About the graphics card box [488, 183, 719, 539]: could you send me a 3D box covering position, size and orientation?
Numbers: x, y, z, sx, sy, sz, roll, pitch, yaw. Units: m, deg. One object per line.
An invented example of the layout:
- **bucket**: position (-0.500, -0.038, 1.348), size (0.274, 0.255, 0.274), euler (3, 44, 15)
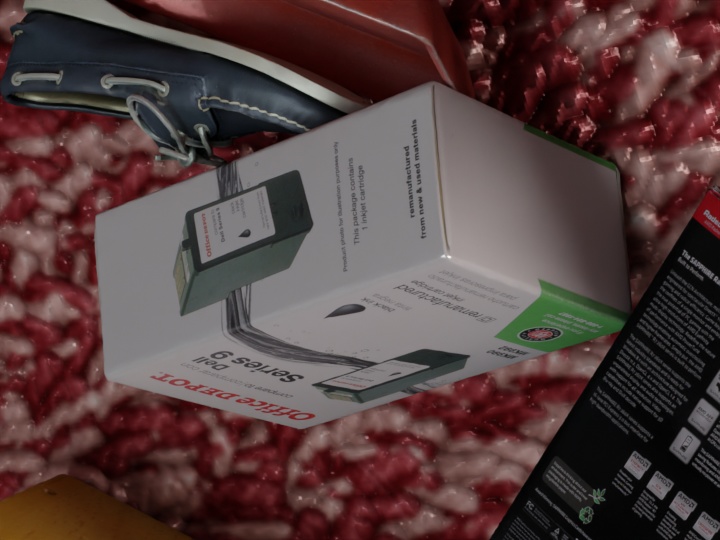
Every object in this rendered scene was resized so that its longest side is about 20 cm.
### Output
- **graphics card box**: position (0.151, 0.081, 1.236), size (0.125, 0.051, 0.201), euler (40, 105, 38)

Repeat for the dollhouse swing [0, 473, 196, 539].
- **dollhouse swing**: position (-0.118, 0.232, 1.471), size (0.199, 0.182, 0.177), euler (26, 104, 14)

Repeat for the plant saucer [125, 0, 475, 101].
- **plant saucer**: position (-0.042, -0.127, 1.239), size (0.199, 0.200, 0.037), euler (22, 86, 11)

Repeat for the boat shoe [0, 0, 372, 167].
- **boat shoe**: position (-0.085, -0.081, 1.322), size (0.199, 0.075, 0.062), euler (18, 86, 26)

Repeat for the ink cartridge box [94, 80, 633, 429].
- **ink cartridge box**: position (0.000, 0.000, 1.282), size (0.199, 0.146, 0.084), euler (-20, 66, 35)
